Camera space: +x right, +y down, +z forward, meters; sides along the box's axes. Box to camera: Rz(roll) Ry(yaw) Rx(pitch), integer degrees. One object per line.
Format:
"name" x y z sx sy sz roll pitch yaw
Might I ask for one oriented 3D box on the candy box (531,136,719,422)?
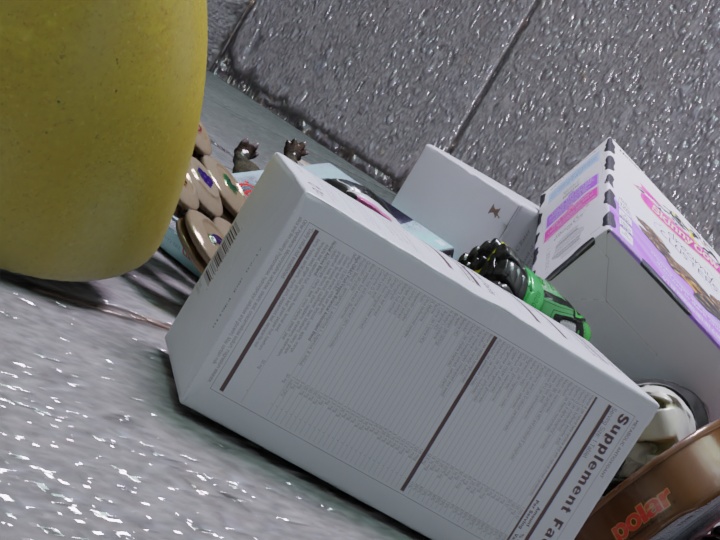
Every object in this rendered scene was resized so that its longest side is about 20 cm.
"candy box" 0.197 0.017 1.141 0.168 0.071 0.200 45 20 -10

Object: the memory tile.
"memory tile" -0.086 -0.031 1.012 0.201 0.017 0.153 59 11 10

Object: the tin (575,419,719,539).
"tin" 0.183 0.130 0.956 0.042 0.112 0.200 58 19 17

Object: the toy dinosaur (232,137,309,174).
"toy dinosaur" -0.080 -0.049 1.280 0.198 0.077 0.103 18 34 -25

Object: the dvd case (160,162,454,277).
"dvd case" -0.051 -0.028 1.176 0.199 0.022 0.146 -11 35 -41

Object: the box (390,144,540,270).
"box" 0.100 0.018 1.299 0.106 0.153 0.199 36 7 39

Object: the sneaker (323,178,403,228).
"sneaker" 0.000 0.000 1.073 0.200 0.080 0.087 63 2 -53

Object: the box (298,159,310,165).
"box" 0.007 -0.016 1.476 0.199 0.078 0.095 29 7 -29

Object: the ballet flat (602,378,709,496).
"ballet flat" 0.144 0.100 0.979 0.198 0.069 0.068 -6 -8 -32

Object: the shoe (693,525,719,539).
"shoe" 0.230 0.179 0.999 0.091 0.072 0.200 34 9 -5

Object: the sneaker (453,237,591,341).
"sneaker" 0.054 0.049 0.963 0.085 0.078 0.200 37 -24 -15

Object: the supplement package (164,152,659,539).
"supplement package" 0.021 0.048 0.809 0.199 0.114 0.110 31 6 -15

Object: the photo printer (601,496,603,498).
"photo printer" 0.154 0.113 1.169 0.199 0.070 0.166 34 8 19

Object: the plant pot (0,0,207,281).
"plant pot" -0.152 -0.115 0.826 0.199 0.142 0.201 27 28 -16
